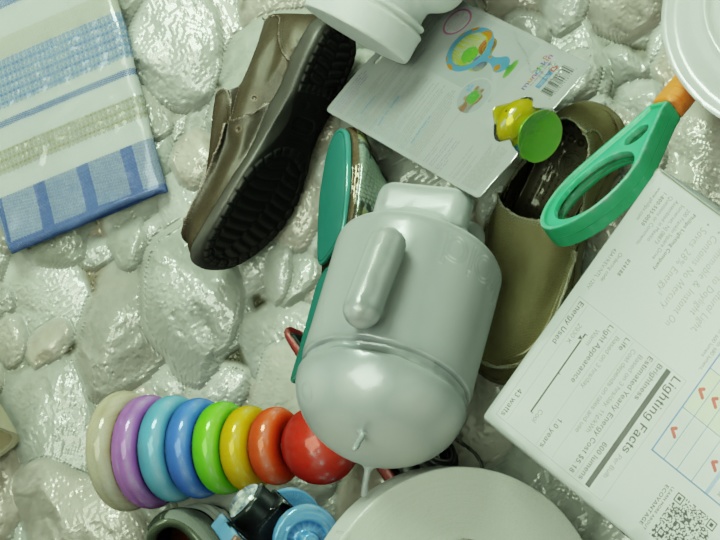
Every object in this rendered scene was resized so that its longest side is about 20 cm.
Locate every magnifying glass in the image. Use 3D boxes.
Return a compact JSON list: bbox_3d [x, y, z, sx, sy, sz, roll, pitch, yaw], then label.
[{"bbox_3d":[0.185,-0.090,1.650,0.200,0.022,0.079,-47,18,-24],"label":"magnifying glass"}]

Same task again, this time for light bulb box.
[{"bbox_3d":[0.223,0.079,1.608,0.200,0.125,0.199,39,99,24],"label":"light bulb box"}]

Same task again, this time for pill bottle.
[{"bbox_3d":[0.045,-0.248,1.739,0.108,0.109,0.201,29,90,26],"label":"pill bottle"}]

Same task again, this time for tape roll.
[{"bbox_3d":[0.060,0.227,1.644,0.201,0.037,0.205,1,86,-18],"label":"tape roll"}]

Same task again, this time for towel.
[{"bbox_3d":[-0.228,-0.127,1.913,0.146,0.024,0.202,-22,76,19],"label":"towel"}]

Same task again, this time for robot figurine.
[{"bbox_3d":[0.024,0.042,1.643,0.112,0.170,0.201,5,61,23],"label":"robot figurine"}]

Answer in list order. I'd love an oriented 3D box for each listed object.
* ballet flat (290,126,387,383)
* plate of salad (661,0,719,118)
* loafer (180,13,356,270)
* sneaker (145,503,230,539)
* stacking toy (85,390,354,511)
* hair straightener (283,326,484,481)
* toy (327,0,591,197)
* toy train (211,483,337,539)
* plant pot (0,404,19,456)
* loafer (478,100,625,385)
[{"bbox_3d":[0.000,0.000,1.750,0.071,0.069,0.202,15,64,-14],"label":"ballet flat"},{"bbox_3d":[0.293,-0.163,1.640,0.198,0.048,0.202,-7,59,12],"label":"plate of salad"},{"bbox_3d":[-0.073,-0.095,1.814,0.071,0.073,0.201,28,89,35],"label":"loafer"},{"bbox_3d":[-0.096,0.254,1.763,0.074,0.079,0.201,-34,71,16],"label":"sneaker"},{"bbox_3d":[-0.089,0.123,1.768,0.199,0.085,0.086,-4,81,28],"label":"stacking toy"},{"bbox_3d":[0.025,0.097,1.745,0.077,0.041,0.201,-40,63,15],"label":"hair straightener"},{"bbox_3d":[0.072,-0.113,1.727,0.115,0.047,0.200,-50,34,-5],"label":"toy"},{"bbox_3d":[-0.026,0.232,1.686,0.200,0.087,0.114,43,85,-14],"label":"toy train"},{"bbox_3d":[-0.407,0.086,1.885,0.199,0.200,0.178,-37,56,17],"label":"plant pot"},{"bbox_3d":[0.114,-0.022,1.707,0.076,0.067,0.202,18,91,27],"label":"loafer"}]
